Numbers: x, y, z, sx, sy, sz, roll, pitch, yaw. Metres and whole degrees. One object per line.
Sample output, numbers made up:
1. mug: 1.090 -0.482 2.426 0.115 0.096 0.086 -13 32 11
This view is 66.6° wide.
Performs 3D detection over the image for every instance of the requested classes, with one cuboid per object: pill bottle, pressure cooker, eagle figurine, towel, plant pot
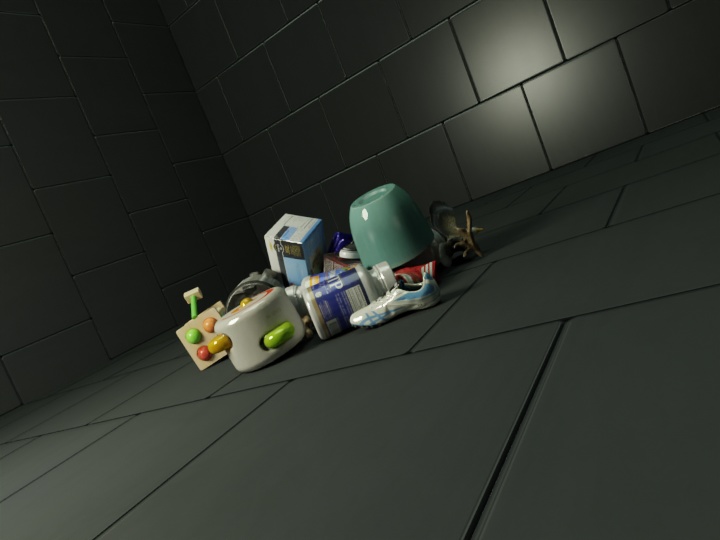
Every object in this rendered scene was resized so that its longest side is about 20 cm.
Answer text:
1. pill bottle: 0.170 -0.049 1.492 0.108 0.110 0.200 -21 7 17
2. pill bottle: -0.080 0.060 1.336 0.197 0.114 0.112 -13 7 5
3. pressure cooker: -0.287 0.099 1.564 0.174 0.180 0.200 -28 8 -1
4. eagle figurine: 0.249 -0.091 1.441 0.149 0.154 0.200 13 10 -23
5. towel: -0.011 -0.034 1.659 0.198 0.149 0.050 8 22 -35
6. pill bottle: -0.017 0.059 1.204 0.198 0.121 0.120 -23 6 -5
7. plant pot: 0.064 -0.118 1.371 0.198 0.162 0.201 -24 18 9

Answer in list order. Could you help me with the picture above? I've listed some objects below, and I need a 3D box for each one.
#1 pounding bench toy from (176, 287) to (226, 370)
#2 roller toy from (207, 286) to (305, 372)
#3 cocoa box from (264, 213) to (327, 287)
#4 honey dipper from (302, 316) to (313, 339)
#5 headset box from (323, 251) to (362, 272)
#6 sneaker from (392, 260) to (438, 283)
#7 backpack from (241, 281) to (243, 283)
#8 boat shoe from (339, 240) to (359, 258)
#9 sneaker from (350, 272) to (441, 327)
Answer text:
1. pounding bench toy: -0.436 0.148 1.521 0.123 0.201 0.156 -32 6 -4
2. roller toy: -0.230 0.127 1.238 0.198 0.141 0.183 -27 8 16
3. cocoa box: -0.182 -0.044 1.629 0.129 0.202 0.134 10 40 21
4. honey dipper: -0.130 0.138 1.363 0.038 0.038 0.200 -23 10 -4
5. headset box: 0.000 0.000 1.517 0.147 0.076 0.200 -7 15 -25
6. sneaker: 0.126 0.017 1.340 0.114 0.079 0.200 -16 16 -14
7. backpack: -0.321 0.094 1.819 0.166 0.165 0.200 -20 5 -5
8. boat shoe: 0.014 -0.078 1.530 0.069 0.067 0.199 11 17 40
9. sneaker: 0.065 0.062 1.112 0.198 0.073 0.072 -23 7 17
